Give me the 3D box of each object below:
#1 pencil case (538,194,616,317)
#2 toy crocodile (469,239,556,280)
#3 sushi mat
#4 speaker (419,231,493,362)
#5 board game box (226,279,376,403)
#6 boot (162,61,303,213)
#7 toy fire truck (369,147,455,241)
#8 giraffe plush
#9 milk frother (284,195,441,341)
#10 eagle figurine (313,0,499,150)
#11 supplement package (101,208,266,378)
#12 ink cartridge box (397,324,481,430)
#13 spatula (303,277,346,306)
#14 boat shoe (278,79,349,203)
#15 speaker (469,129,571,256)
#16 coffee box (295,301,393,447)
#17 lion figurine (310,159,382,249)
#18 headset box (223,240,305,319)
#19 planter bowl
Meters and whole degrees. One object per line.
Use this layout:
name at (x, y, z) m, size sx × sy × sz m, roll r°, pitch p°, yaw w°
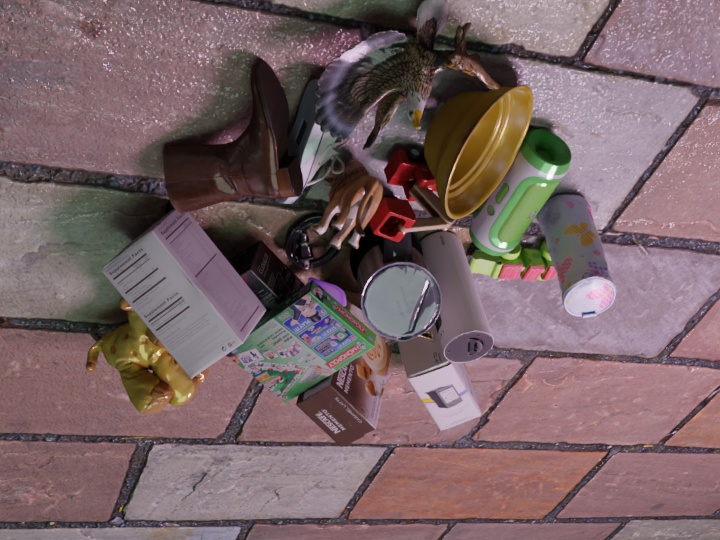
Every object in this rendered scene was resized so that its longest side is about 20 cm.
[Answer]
pencil case at (0.328, -0.024, 1.678) m, size 0.082 × 0.201 × 0.091 m, roll 2°, pitch 134°, yaw -9°
toy crocodile at (0.271, -0.010, 1.787) m, size 0.198 × 0.062 × 0.068 m, roll 1°, pitch 141°, yaw -18°
sushi mat at (0.025, 0.062, 1.720) m, size 0.095 × 0.200 × 0.012 m, roll 15°, pitch 99°, yaw -35°
speaker at (0.143, 0.040, 1.696) m, size 0.080 × 0.202 × 0.082 m, roll -9°, pitch 143°, yaw -7°
board game box at (-0.092, 0.110, 1.636) m, size 0.134 × 0.029 × 0.199 m, roll 41°, pitch 126°, yaw -22°
boot at (-0.187, -0.170, 1.444) m, size 0.198 × 0.064 × 0.188 m, roll -3°, pitch 111°, yaw 23°
toy fire truck at (0.096, -0.102, 1.542) m, size 0.198 × 0.142 × 0.049 m, roll 7°, pitch 139°, yaw -30°
giraffe plush at (-0.315, 0.095, 1.694) m, size 0.199 × 0.173 × 0.163 m, roll 31°, pitch 122°, yaw 0°
milk frother at (0.000, 0.000, 1.610) m, size 0.198 × 0.188 × 0.182 m, roll -21°, pitch 109°, yaw 2°
eagle figurine at (0.050, -0.235, 1.376) m, size 0.198 × 0.152 × 0.152 m, roll -15°, pitch 122°, yaw 29°
supplement package at (-0.247, 0.028, 1.557) m, size 0.109 × 0.114 × 0.201 m, roll -33°, pitch 101°, yaw 25°
ink cartridge box at (0.130, 0.161, 1.892) m, size 0.085 × 0.149 × 0.200 m, roll -22°, pitch 141°, yaw 9°
spatula at (-0.120, 0.028, 1.709) m, size 0.197 × 0.021 × 0.057 m, roll 4°, pitch 147°, yaw 4°
boat shoe at (-0.052, -0.171, 1.484) m, size 0.085 × 0.075 × 0.203 m, roll -1°, pitch 134°, yaw -29°
speaker at (0.234, -0.112, 1.627) m, size 0.087 × 0.089 × 0.201 m, roll 5°, pitch 139°, yaw -23°
coffee box at (-0.022, 0.161, 1.755) m, size 0.079 × 0.201 × 0.114 m, roll -30°, pitch 117°, yaw 31°
lion figurine at (-0.006, -0.095, 1.477) m, size 0.072 × 0.200 × 0.123 m, roll 36°, pitch 81°, yaw -21°
headset box at (-0.159, 0.058, 1.675) m, size 0.148 × 0.075 × 0.200 m, roll -29°, pitch 118°, yaw 30°
planter bowl at (0.144, -0.177, 1.486) m, size 0.200 × 0.083 × 0.201 m, roll -44°, pitch 154°, yaw -28°
